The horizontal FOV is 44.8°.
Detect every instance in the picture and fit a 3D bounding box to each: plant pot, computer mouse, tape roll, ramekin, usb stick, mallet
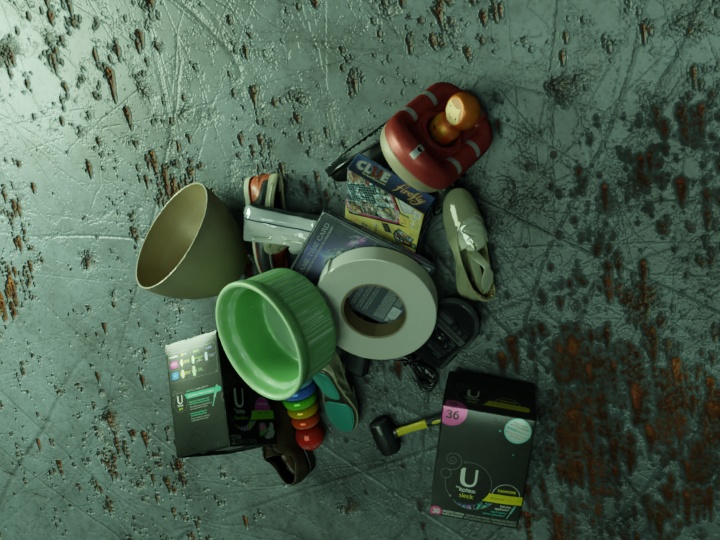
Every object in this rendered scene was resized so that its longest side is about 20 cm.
[{"bbox_3d":[-0.275,-0.030,1.505,0.200,0.202,0.134,-36,128,29],"label":"plant pot"},{"bbox_3d":[0.129,0.102,1.450,0.139,0.053,0.200,47,130,2],"label":"computer mouse"},{"bbox_3d":[0.024,0.054,1.388,0.200,0.037,0.205,5,126,7],"label":"tape roll"},{"bbox_3d":[-0.130,0.094,1.389,0.199,0.097,0.202,23,127,35],"label":"ramekin"},{"bbox_3d":[0.008,0.088,1.494,0.055,0.032,0.202,37,124,46],"label":"usb stick"},{"bbox_3d":[0.105,0.260,1.522,0.199,0.041,0.066,-29,99,24],"label":"mallet"}]

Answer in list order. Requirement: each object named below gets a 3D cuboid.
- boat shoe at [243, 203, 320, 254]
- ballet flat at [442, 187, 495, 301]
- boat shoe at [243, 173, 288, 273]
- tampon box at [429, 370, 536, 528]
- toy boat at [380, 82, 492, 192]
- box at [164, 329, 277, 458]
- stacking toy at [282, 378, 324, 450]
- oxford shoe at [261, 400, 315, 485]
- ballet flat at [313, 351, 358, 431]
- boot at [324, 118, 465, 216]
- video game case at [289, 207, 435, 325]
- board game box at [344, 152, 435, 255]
[{"bbox_3d":[-0.098,-0.058,1.422,0.198,0.073,0.068,14,102,17],"label":"boat shoe"},{"bbox_3d":[0.175,-0.033,1.347,0.069,0.070,0.202,0,127,22],"label":"ballet flat"},{"bbox_3d":[-0.148,-0.067,1.493,0.062,0.071,0.202,-6,102,21],"label":"boat shoe"},{"bbox_3d":[0.200,0.290,1.426,0.148,0.126,0.202,7,111,8],"label":"tampon box"},{"bbox_3d":[0.124,-0.206,1.247,0.131,0.200,0.131,47,144,0],"label":"toy boat"},{"bbox_3d":[-0.247,0.219,1.549,0.123,0.148,0.202,-17,74,26],"label":"box"},{"bbox_3d":[-0.105,0.234,1.580,0.084,0.085,0.202,-5,113,24],"label":"stacking toy"},{"bbox_3d":[-0.155,0.306,1.617,0.072,0.084,0.201,-28,94,30],"label":"oxford shoe"},{"bbox_3d":[-0.035,0.209,1.535,0.067,0.063,0.201,11,143,23],"label":"ballet flat"},{"bbox_3d":[0.058,-0.147,1.380,0.197,0.073,0.163,-30,101,30],"label":"boot"},{"bbox_3d":[0.000,0.000,1.390,0.198,0.019,0.143,27,124,-9],"label":"video game case"},{"bbox_3d":[0.041,-0.088,1.353,0.135,0.035,0.200,31,159,10],"label":"board game box"}]
